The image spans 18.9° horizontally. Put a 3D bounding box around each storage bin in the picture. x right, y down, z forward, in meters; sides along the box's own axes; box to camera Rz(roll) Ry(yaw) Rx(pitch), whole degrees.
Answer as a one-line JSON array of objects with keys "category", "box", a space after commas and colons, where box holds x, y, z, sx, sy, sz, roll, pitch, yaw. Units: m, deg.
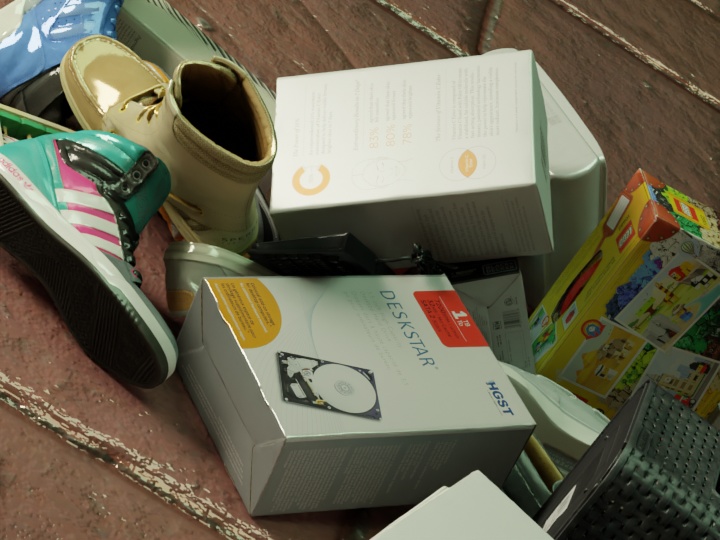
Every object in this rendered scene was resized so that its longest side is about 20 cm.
[{"category": "storage bin", "box": [0.159, 0.186, 1.399, 0.094, 0.200, 0.135, 35, 26, 1]}]

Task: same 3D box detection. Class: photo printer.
[{"category": "photo printer", "box": [0.147, -0.063, 1.832, 0.069, 0.201, 0.167, -20, 48, -14]}]

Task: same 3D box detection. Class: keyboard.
[{"category": "keyboard", "box": [0.000, 0.000, 1.571, 0.200, 0.126, 0.021, 37, 47, -75]}]

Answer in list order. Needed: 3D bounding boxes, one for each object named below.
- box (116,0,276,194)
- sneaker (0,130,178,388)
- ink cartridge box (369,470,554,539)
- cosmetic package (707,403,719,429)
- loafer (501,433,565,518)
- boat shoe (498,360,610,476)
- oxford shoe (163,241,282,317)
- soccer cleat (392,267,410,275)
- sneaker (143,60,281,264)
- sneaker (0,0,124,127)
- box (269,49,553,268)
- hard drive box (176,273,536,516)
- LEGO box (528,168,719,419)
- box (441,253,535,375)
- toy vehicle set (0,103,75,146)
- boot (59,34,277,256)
[{"category": "box", "box": [-0.144, -0.144, 1.733, 0.200, 0.082, 0.068, 41, 25, 9]}, {"category": "sneaker", "box": [-0.164, -0.020, 1.467, 0.121, 0.084, 0.200, -32, 76, -39]}, {"category": "ink cartridge box", "box": [0.072, 0.248, 1.257, 0.200, 0.147, 0.146, 41, 27, 15]}, {"category": "cosmetic package", "box": [0.297, 0.094, 1.866, 0.101, 0.074, 0.201, 21, 31, -25]}, {"category": "loafer", "box": [0.141, 0.170, 1.539, 0.200, 0.072, 0.073, 42, 11, 10]}, {"category": "boat shoe", "box": [0.133, 0.110, 1.645, 0.199, 0.072, 0.069, 26, 24, -17]}, {"category": "oxford shoe", "box": [-0.065, 0.034, 1.563, 0.199, 0.075, 0.058, 22, 72, -40]}, {"category": "soccer cleat", "box": [0.013, -0.038, 1.768, 0.067, 0.076, 0.200, 58, 6, -16]}, {"category": "sneaker", "box": [-0.127, -0.077, 1.653, 0.077, 0.078, 0.201, -1, 54, -51]}, {"category": "sneaker", "box": [-0.197, -0.186, 1.655, 0.200, 0.077, 0.111, -42, 82, -18]}, {"category": "box", "box": [0.040, -0.079, 1.631, 0.098, 0.199, 0.125, 69, 19, -56]}, {"category": "hard drive box", "box": [-0.006, 0.081, 1.481, 0.199, 0.077, 0.156, -1, 42, -33]}, {"category": "LEGO box", "box": [0.231, 0.042, 1.727, 0.148, 0.200, 0.077, 25, 27, -18]}, {"category": "box", "box": [0.093, -0.003, 1.729, 0.060, 0.117, 0.200, -9, 35, 2]}, {"category": "toy vehicle set", "box": [-0.286, -0.085, 1.526, 0.199, 0.027, 0.125, 19, 30, -29]}, {"category": "boot", "box": [-0.135, -0.115, 1.520, 0.073, 0.156, 0.200, -33, 76, -22]}]
